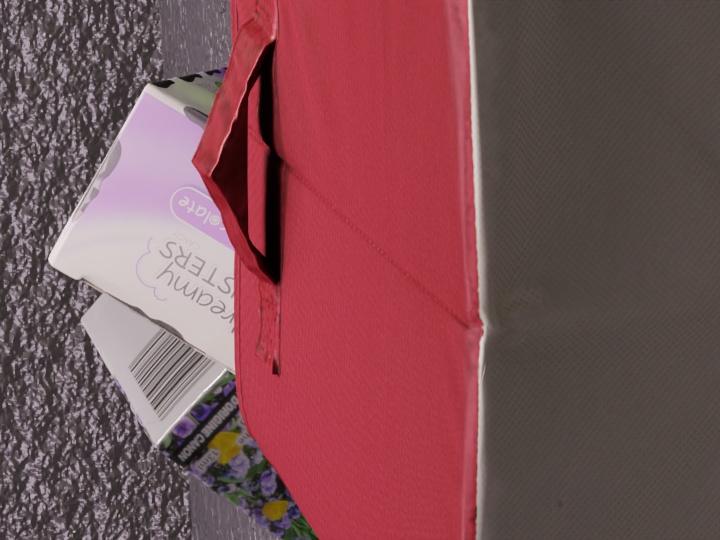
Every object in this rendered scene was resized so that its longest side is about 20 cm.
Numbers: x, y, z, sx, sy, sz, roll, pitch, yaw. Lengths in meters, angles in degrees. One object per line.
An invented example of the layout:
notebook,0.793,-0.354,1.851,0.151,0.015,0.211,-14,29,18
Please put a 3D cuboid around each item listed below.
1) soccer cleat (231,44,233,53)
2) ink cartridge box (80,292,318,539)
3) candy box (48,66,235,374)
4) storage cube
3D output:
soccer cleat,-0.014,-0.077,0.890,0.200,0.081,0.068,-144,55,-61
ink cartridge box,-0.008,0.077,0.997,0.200,0.050,0.109,40,-175,-31
candy box,0.000,0.000,0.934,0.072,0.167,0.200,-59,-4,10
storage cube,0.073,-0.019,0.579,0.180,0.199,0.172,-135,42,-67
